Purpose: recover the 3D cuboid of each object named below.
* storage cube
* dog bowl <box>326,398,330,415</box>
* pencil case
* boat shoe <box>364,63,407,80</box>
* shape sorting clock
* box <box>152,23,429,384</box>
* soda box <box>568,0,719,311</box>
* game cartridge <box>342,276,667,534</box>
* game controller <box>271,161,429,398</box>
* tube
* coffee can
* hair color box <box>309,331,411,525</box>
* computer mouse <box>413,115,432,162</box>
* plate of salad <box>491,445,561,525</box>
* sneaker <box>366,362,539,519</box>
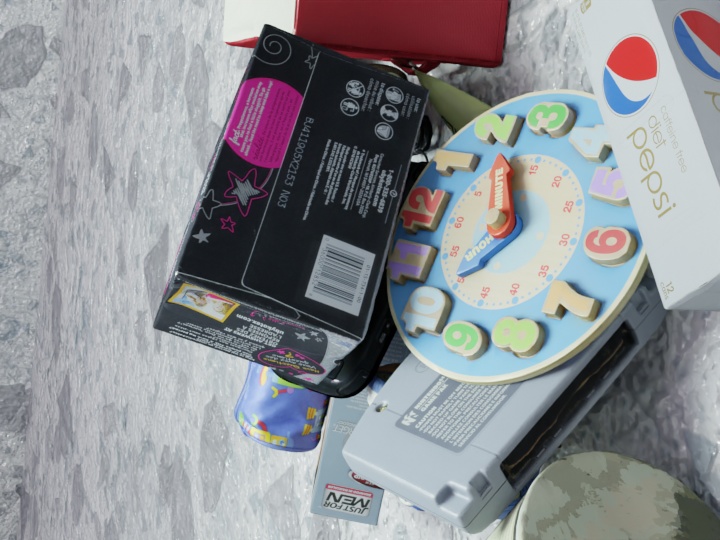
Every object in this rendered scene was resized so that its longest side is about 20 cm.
[{"bbox_3d":[0.004,-0.261,0.861,0.171,0.179,0.201,-155,68,-63],"label":"storage cube"},{"bbox_3d":[-0.033,0.047,1.021,0.050,0.111,0.201,24,112,47],"label":"dog bowl"},{"bbox_3d":[-0.058,0.055,0.931,0.078,0.086,0.201,-140,59,-71],"label":"pencil case"},{"bbox_3d":[0.005,-0.125,0.891,0.200,0.071,0.077,-10,-72,-80],"label":"boat shoe"},{"bbox_3d":[0.094,-0.025,0.677,0.200,0.039,0.201,-27,49,35],"label":"shape sorting clock"},{"bbox_3d":[-0.047,-0.042,0.752,0.115,0.132,0.201,131,157,-63],"label":"box"},{"bbox_3d":[0.184,-0.080,0.601,0.064,0.068,0.201,-46,49,51],"label":"soda box"},{"bbox_3d":[0.086,0.067,0.678,0.133,0.200,0.042,10,139,58],"label":"game cartridge"},{"bbox_3d":[0.000,0.000,0.832,0.104,0.042,0.201,10,68,47],"label":"game controller"},{"bbox_3d":[0.102,-0.090,0.791,0.200,0.052,0.058,-129,34,-50],"label":"tube"},{"bbox_3d":[0.118,0.223,0.645,0.200,0.146,0.147,117,144,-43],"label":"coffee can"},{"bbox_3d":[0.006,0.100,0.914,0.099,0.060,0.201,-81,2,-77],"label":"hair color box"},{"bbox_3d":[0.067,-0.084,0.903,0.059,0.034,0.200,-65,26,23],"label":"computer mouse"},{"bbox_3d":[0.095,0.091,0.813,0.200,0.048,0.201,-29,56,56],"label":"plate of salad"},{"bbox_3d":[0.063,0.134,0.751,0.200,0.075,0.089,-142,52,-66],"label":"sneaker"}]
